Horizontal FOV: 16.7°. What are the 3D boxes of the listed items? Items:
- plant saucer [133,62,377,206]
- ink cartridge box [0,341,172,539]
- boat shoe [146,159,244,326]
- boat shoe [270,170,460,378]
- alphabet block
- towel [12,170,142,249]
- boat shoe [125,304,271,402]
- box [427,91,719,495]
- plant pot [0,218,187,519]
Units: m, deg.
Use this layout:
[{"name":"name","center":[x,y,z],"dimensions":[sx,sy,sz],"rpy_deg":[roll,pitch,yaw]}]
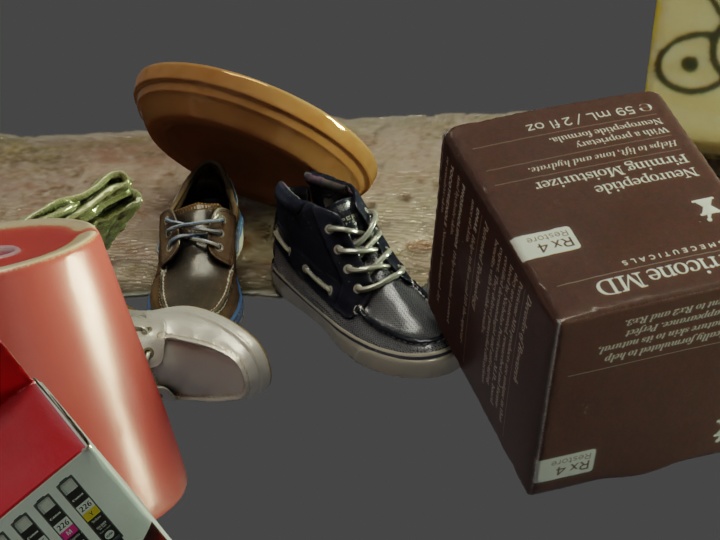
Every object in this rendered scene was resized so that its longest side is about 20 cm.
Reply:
[{"name":"plant saucer","center":[-0.085,-0.097,1.885],"dimensions":[0.200,0.200,0.038],"rpy_deg":[14,72,24]},{"name":"ink cartridge box","center":[-0.223,0.166,1.375],"dimensions":[0.200,0.176,0.084],"rpy_deg":[-40,41,-7]},{"name":"boat shoe","center":[-0.125,-0.015,1.829],"dimensions":[0.072,0.073,0.200],"rpy_deg":[-4,31,0]},{"name":"boat shoe","center":[0.000,0.000,1.778],"dimensions":[0.075,0.093,0.200],"rpy_deg":[-25,38,-32]},{"name":"alphabet block","center":[0.337,-0.174,1.893],"dimensions":[0.199,0.196,0.196],"rpy_deg":[9,1,15]},{"name":"towel","center":[-0.238,0.000,1.720],"dimensions":[0.148,0.200,0.037],"rpy_deg":[-29,80,-30]},{"name":"boat shoe","center":[-0.155,0.065,1.709],"dimensions":[0.199,0.071,0.069],"rpy_deg":[8,32,33]},{"name":"box","center":[0.158,0.012,1.644],"dimensions":[0.165,0.165,0.200],"rpy_deg":[-11,45,-17]},{"name":"plant pot","center":[-0.218,0.070,1.548],"dimensions":[0.200,0.178,0.200],"rpy_deg":[-8,14,2]}]
